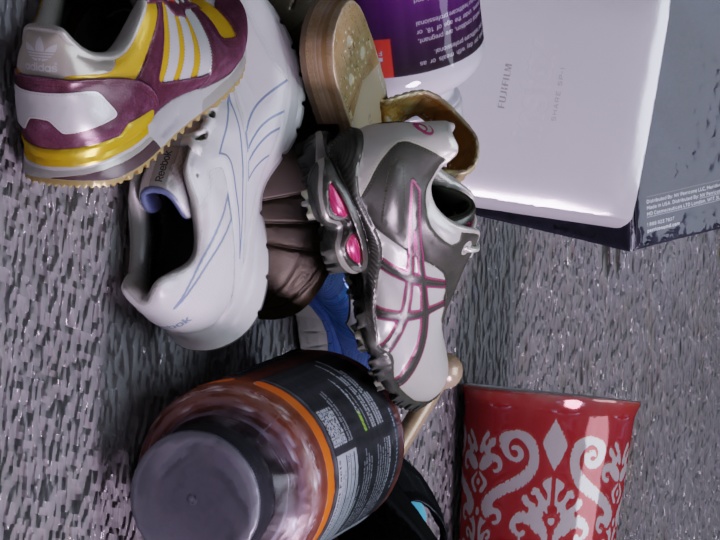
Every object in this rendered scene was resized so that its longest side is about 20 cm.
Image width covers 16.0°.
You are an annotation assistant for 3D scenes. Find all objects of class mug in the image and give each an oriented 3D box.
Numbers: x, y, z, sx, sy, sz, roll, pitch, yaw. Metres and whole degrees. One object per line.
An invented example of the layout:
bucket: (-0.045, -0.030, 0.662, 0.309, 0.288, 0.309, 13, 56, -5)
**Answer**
mug: (0.141, 0.191, 1.933, 0.177, 0.133, 0.201, 12, 83, -70)

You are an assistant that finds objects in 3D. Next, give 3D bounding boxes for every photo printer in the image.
photo printer: (0.092, -0.122, 1.671, 0.069, 0.199, 0.167, -151, -109, -73)

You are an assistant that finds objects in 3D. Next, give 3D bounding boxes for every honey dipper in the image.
honey dipper: (0.008, 0.133, 1.546, 0.200, 0.038, 0.038, -56, 150, -18)

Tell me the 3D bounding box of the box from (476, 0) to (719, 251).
box: (0.171, -0.134, 1.844, 0.123, 0.200, 0.199, -14, 108, -34)

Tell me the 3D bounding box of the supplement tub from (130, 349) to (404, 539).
supplement tub: (-0.053, 0.104, 1.369, 0.200, 0.107, 0.107, -15, 106, -71)

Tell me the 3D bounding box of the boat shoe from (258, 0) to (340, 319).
boat shoe: (-0.045, -0.074, 1.441, 0.065, 0.073, 0.201, -137, -127, -67)

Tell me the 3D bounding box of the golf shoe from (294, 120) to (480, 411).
golf shoe: (0.030, 0.001, 1.401, 0.200, 0.088, 0.077, 70, 6, -45)

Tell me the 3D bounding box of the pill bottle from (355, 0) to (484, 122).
pill bottle: (0.015, -0.178, 1.545, 0.112, 0.112, 0.201, -55, 142, -59)

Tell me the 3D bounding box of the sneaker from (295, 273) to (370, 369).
sneaker: (0.000, 0.000, 1.548, 0.200, 0.089, 0.079, 69, 27, -49)

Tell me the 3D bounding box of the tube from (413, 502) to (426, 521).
tube: (-0.015, 0.212, 1.598, 0.200, 0.050, 0.078, -60, 139, -47)

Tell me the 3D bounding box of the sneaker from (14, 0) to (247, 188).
sneaker: (-0.106, -0.118, 1.241, 0.200, 0.075, 0.090, -61, 152, -57)

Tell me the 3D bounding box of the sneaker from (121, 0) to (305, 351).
sneaker: (-0.080, -0.062, 1.334, 0.087, 0.074, 0.201, 26, 66, -65)

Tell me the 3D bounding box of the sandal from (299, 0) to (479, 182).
sandal: (0.029, -0.068, 1.416, 0.212, 0.069, 0.078, 65, 37, -51)

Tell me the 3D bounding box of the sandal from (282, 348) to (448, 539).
sandal: (0.013, 0.131, 1.495, 0.048, 0.075, 0.201, -27, 87, -38)
